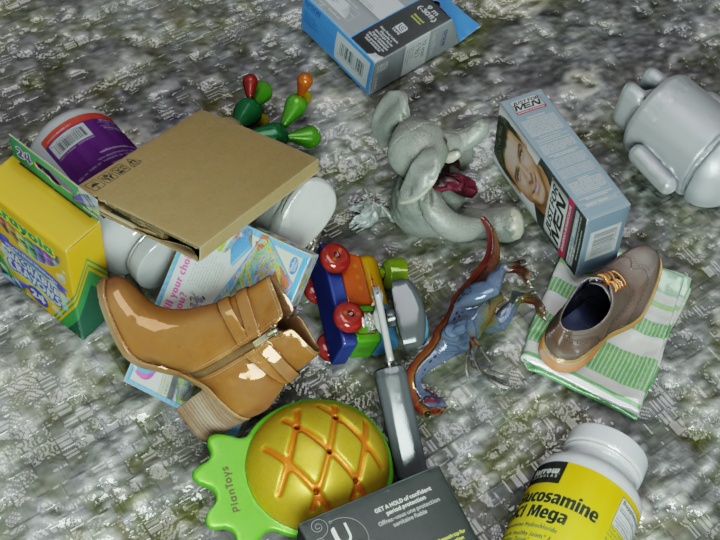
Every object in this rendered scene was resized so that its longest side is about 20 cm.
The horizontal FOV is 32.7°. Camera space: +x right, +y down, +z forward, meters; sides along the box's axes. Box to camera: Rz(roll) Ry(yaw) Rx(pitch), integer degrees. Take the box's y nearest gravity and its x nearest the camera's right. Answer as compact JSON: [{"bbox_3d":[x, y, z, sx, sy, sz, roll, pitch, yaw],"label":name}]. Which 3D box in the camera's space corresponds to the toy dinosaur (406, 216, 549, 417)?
[{"bbox_3d":[0.112,0.068,1.312,0.180,0.106,0.201,-28,41,-3],"label":"toy dinosaur"}]

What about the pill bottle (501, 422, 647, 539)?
[{"bbox_3d":[0.203,0.250,1.179,0.112,0.113,0.201,27,57,11],"label":"pill bottle"}]

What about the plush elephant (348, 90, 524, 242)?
[{"bbox_3d":[0.083,-0.120,1.387,0.198,0.156,0.166,-12,58,-15],"label":"plush elephant"}]

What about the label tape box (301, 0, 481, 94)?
[{"bbox_3d":[0.043,-0.332,1.582,0.199,0.066,0.143,-34,66,-24],"label":"label tape box"}]

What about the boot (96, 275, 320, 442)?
[{"bbox_3d":[-0.148,0.052,1.187,0.155,0.077,0.201,-38,89,16],"label":"boot"}]

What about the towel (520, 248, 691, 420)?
[{"bbox_3d":[0.276,0.056,1.374,0.151,0.023,0.201,24,57,10],"label":"towel"}]

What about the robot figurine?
[{"bbox_3d":[0.397,-0.155,1.475,0.169,0.113,0.200,-37,67,-22],"label":"robot figurine"}]

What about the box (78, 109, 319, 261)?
[{"bbox_3d":[-0.162,-0.092,1.245,0.162,0.021,0.200,24,41,23],"label":"box"}]

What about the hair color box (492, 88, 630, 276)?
[{"bbox_3d":[0.228,-0.104,1.416,0.060,0.100,0.201,-18,54,-15],"label":"hair color box"}]

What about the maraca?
[{"bbox_3d":[-0.062,0.196,1.182,0.198,0.107,0.138,-12,65,-22],"label":"maraca"}]

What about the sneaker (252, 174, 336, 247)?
[{"bbox_3d":[-0.109,-0.025,1.320,0.200,0.075,0.088,-47,31,-2],"label":"sneaker"}]

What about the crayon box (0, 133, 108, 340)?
[{"bbox_3d":[-0.320,-0.030,1.250,0.125,0.201,0.052,35,59,17],"label":"crayon box"}]

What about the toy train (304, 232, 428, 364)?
[{"bbox_3d":[0.000,0.000,1.340,0.114,0.085,0.202,-2,61,-21],"label":"toy train"}]

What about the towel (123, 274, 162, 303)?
[{"bbox_3d":[-0.180,-0.037,1.374,0.191,0.035,0.201,-25,63,-22],"label":"towel"}]

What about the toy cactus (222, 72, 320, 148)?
[{"bbox_3d":[-0.117,-0.157,1.415,0.163,0.103,0.202,-2,56,-24],"label":"toy cactus"}]

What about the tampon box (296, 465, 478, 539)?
[{"bbox_3d":[0.044,0.312,1.109,0.148,0.127,0.201,-18,59,-19],"label":"tampon box"}]

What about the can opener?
[{"bbox_3d":[0.042,0.109,1.233,0.066,0.053,0.203,-8,86,0],"label":"can opener"}]

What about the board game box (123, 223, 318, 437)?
[{"bbox_3d":[-0.142,0.049,1.249,0.133,0.034,0.202,25,96,10],"label":"board game box"}]

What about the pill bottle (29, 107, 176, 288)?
[{"bbox_3d":[-0.264,-0.075,1.314,0.112,0.113,0.200,-32,64,-25],"label":"pill bottle"}]

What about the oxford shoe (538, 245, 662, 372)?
[{"bbox_3d":[0.273,0.029,1.334,0.071,0.073,0.200,35,58,19],"label":"oxford shoe"}]
